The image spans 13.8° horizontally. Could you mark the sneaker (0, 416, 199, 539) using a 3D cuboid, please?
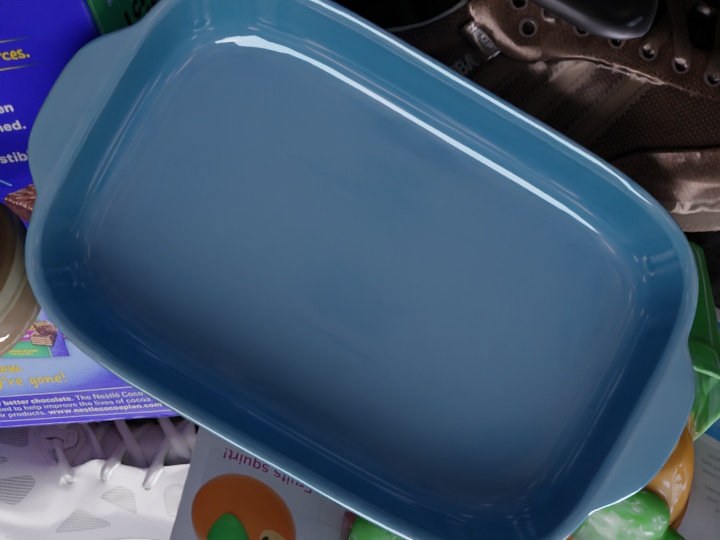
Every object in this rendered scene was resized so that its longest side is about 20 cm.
[{"bbox_3d":[-0.061,0.054,1.020,0.200,0.076,0.116,17,127,-18],"label":"sneaker"}]

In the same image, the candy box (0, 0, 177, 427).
[{"bbox_3d":[-0.130,-0.043,0.919,0.169,0.077,0.200,-4,135,17],"label":"candy box"}]

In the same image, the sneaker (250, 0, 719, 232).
[{"bbox_3d":[0.059,-0.064,0.869,0.199,0.071,0.076,5,130,4],"label":"sneaker"}]

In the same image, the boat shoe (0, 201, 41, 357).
[{"bbox_3d":[-0.157,0.029,0.896,0.200,0.072,0.065,-20,133,39],"label":"boat shoe"}]

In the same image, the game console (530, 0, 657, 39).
[{"bbox_3d":[-0.028,-0.125,0.738,0.200,0.117,0.176,29,161,-12],"label":"game console"}]

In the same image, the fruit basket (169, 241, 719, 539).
[{"bbox_3d":[0.041,0.059,0.901,0.185,0.200,0.094,24,135,-12],"label":"fruit basket"}]

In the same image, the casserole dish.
[{"bbox_3d":[0.000,0.000,0.839,0.200,0.121,0.039,30,176,-1],"label":"casserole dish"}]
